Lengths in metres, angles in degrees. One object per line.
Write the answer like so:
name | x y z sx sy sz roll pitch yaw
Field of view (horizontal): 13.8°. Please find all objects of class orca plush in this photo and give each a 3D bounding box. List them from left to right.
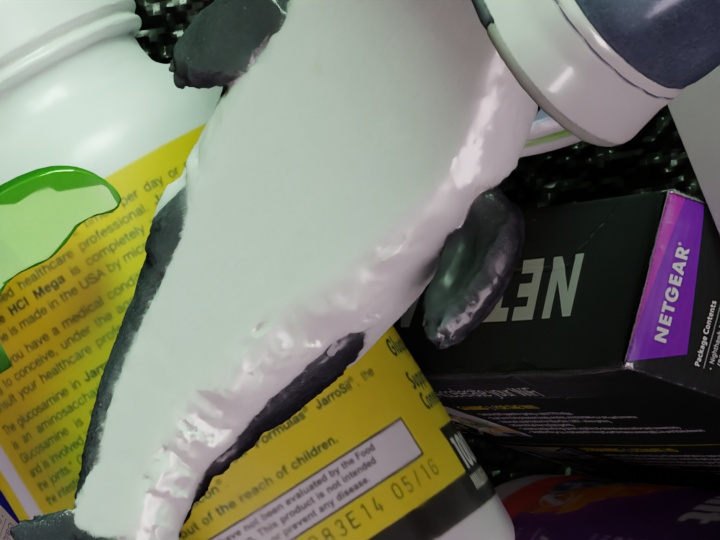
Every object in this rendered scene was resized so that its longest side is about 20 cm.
orca plush | 0.000 0.000 0.717 0.071 0.105 0.200 8 103 -60

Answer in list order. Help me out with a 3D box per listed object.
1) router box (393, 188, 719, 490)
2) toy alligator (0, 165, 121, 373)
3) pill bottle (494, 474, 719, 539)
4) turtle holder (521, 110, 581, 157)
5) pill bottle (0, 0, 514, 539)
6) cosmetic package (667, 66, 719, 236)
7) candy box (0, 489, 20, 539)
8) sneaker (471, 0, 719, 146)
router box | 0.092 0.028 0.828 0.149 0.200 0.051 18 79 -23
toy alligator | -0.153 0.015 0.707 0.200 0.059 0.054 -9 97 -12
pill bottle | 0.117 0.117 0.810 0.111 0.200 0.112 -3 94 -45
turtle holder | 0.027 -0.107 0.755 0.132 0.141 0.186 -42 151 -4
pill bottle | -0.054 0.019 0.795 0.112 0.112 0.200 -32 89 4
cosmetic package | 0.186 -0.056 0.724 0.200 0.108 0.085 -14 78 -29
candy box | -0.166 0.104 0.828 0.169 0.077 0.200 -16 126 35
sneaker | 0.063 -0.148 0.620 0.146 0.202 0.077 -37 157 28
